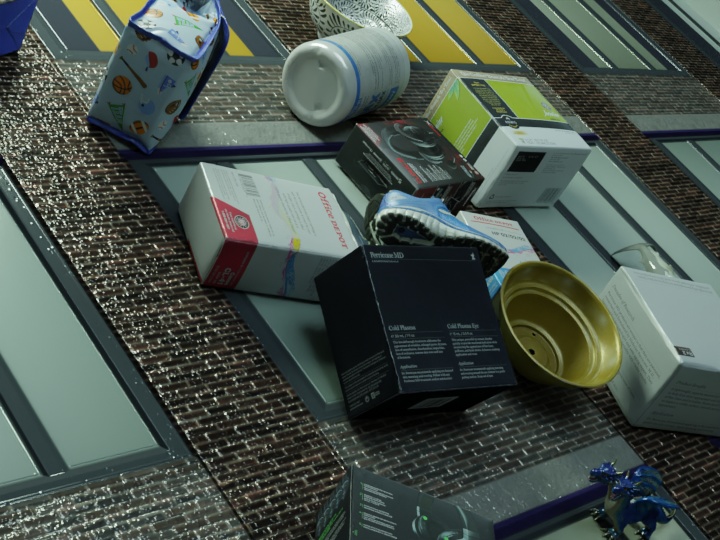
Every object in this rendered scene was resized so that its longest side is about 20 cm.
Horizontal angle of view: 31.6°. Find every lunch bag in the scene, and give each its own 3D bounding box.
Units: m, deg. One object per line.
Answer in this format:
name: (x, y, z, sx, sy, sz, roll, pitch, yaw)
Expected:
lunch bag: (-0.263, -0.281, 1.718, 0.123, 0.171, 0.201, 30, 31, -9)

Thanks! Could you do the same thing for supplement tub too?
supplement tub: (-0.021, -0.307, 2.004, 0.132, 0.133, 0.199, 42, 33, 15)

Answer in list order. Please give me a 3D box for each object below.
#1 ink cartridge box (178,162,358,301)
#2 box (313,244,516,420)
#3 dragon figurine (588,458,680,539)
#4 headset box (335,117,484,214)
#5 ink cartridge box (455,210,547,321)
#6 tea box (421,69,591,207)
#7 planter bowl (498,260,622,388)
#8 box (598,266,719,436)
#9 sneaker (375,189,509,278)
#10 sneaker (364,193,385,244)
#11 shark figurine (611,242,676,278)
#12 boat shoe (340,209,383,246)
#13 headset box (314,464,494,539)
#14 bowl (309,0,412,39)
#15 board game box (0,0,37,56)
ink cartridge box: (-0.116, -0.046, 1.612, 0.198, 0.086, 0.148, 11, 37, -33)
box: (0.067, 0.073, 1.541, 0.198, 0.104, 0.184, 2, 67, -40)
dragon figurine: (0.350, 0.283, 1.567, 0.198, 0.100, 0.059, 10, 38, -32)
headset box: (0.070, -0.152, 1.928, 0.199, 0.078, 0.149, -11, 52, -50)
ink cartridge box: (0.194, -0.018, 1.863, 0.114, 0.068, 0.201, 9, 39, -33)
tea box: (0.234, -0.217, 2.104, 0.198, 0.134, 0.198, -2, 46, -43)
planter bowl: (0.253, 0.093, 1.737, 0.198, 0.084, 0.202, 20, 46, -21)
box: (0.454, 0.119, 1.849, 0.197, 0.131, 0.201, 11, 38, -32)
sneaker: (0.114, -0.057, 1.706, 0.198, 0.079, 0.090, 24, 41, -19)
sneaker: (0.081, -0.025, 1.785, 0.201, 0.077, 0.088, 52, 26, 16)
shark figurine: (0.472, 0.030, 2.042, 0.216, 0.089, 0.128, 61, 7, 25)
boat shoe: (0.000, 0.000, 1.663, 0.061, 0.075, 0.201, 7, 42, -32)
headset box: (0.044, 0.309, 1.268, 0.172, 0.093, 0.201, 23, 33, -15)
bowl: (-0.017, -0.430, 2.208, 0.199, 0.095, 0.202, 23, 33, -15)
board game box: (-0.548, -0.366, 1.650, 0.199, 0.097, 0.159, 38, 32, 9)
